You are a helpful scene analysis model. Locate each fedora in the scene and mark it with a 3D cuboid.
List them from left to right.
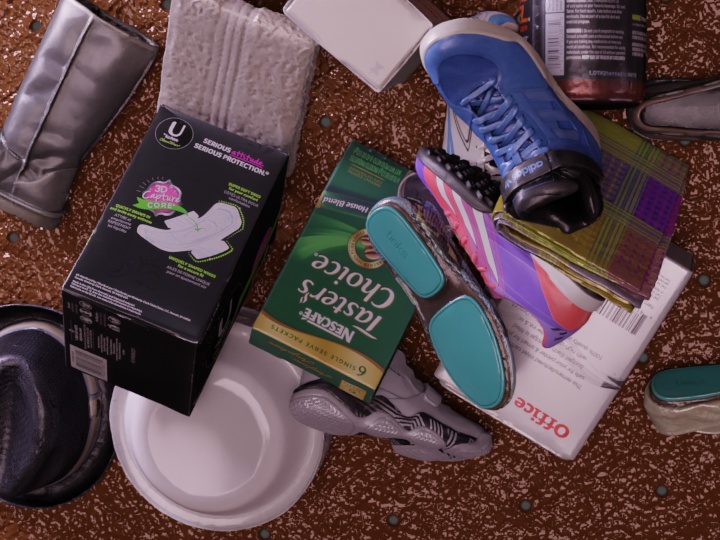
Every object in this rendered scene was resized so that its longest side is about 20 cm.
[{"bbox_3d":[-0.317,0.135,1.664,0.200,0.092,0.202,2,102,9],"label":"fedora"}]

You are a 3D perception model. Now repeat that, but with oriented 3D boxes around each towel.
[{"bbox_3d":[-0.106,-0.160,1.548,0.132,0.035,0.200,23,142,4],"label":"towel"},{"bbox_3d":[0.194,-0.059,1.496,0.143,0.200,0.023,29,133,0],"label":"towel"}]

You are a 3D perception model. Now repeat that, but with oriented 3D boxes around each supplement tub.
[{"bbox_3d":[0.184,-0.235,1.491,0.106,0.107,0.201,1,91,9],"label":"supplement tub"}]

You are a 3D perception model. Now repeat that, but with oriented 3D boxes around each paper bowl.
[{"bbox_3d":[-0.128,0.138,1.630,0.200,0.104,0.202,2,101,8],"label":"paper bowl"}]

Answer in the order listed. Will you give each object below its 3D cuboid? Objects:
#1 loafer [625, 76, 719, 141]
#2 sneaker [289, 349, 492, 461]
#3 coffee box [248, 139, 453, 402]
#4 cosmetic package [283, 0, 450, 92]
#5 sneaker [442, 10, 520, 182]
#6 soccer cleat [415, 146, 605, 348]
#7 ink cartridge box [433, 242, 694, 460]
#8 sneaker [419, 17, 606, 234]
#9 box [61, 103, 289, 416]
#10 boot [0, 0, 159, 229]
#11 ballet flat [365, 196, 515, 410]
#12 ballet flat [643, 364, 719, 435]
[{"bbox_3d":[0.324,-0.136,1.517,0.199,0.063,0.072,-5,101,10],"label":"loafer"},{"bbox_3d":[0.036,0.098,1.602,0.199,0.075,0.115,17,70,-24],"label":"sneaker"},{"bbox_3d":[0.000,0.000,1.556,0.123,0.044,0.200,28,69,2],"label":"coffee box"},{"bbox_3d":[0.010,-0.208,1.481,0.105,0.200,0.071,40,101,-1],"label":"cosmetic package"},{"bbox_3d":[0.109,-0.121,1.539,0.072,0.072,0.201,-3,95,-15],"label":"sneaker"},{"bbox_3d":[0.111,-0.021,1.497,0.200,0.068,0.073,42,112,8],"label":"soccer cleat"},{"bbox_3d":[0.176,0.040,1.567,0.146,0.084,0.200,32,105,4],"label":"ink cartridge box"},{"bbox_3d":[0.123,-0.105,1.395,0.077,0.112,0.200,-29,132,26],"label":"sneaker"},{"bbox_3d":[-0.157,-0.008,1.534,0.124,0.149,0.200,22,61,4],"label":"box"},{"bbox_3d":[-0.299,-0.157,1.612,0.181,0.073,0.200,24,112,-10],"label":"boot"},{"bbox_3d":[0.080,0.021,1.511,0.074,0.074,0.201,-30,86,14],"label":"ballet flat"},{"bbox_3d":[0.349,0.109,1.576,0.199,0.068,0.063,-6,129,14],"label":"ballet flat"}]
